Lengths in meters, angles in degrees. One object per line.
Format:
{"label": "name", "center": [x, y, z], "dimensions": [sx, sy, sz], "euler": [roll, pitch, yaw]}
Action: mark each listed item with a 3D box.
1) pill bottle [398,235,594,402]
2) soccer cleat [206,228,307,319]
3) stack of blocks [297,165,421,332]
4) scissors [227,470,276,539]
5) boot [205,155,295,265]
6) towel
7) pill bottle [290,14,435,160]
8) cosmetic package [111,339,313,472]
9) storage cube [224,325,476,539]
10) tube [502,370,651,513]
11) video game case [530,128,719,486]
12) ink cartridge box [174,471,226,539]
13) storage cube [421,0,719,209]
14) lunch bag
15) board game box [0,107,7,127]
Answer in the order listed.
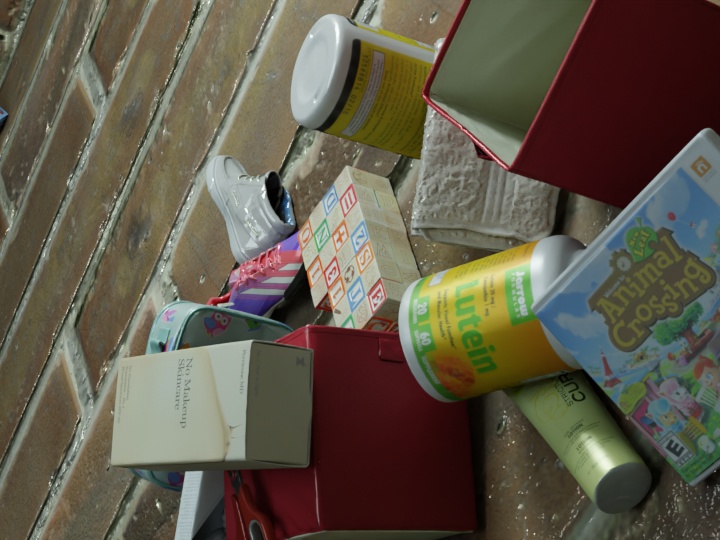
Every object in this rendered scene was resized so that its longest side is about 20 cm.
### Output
{"label": "pill bottle", "center": [0.141, 0.035, 1.097], "dimensions": [0.199, 0.111, 0.112], "euler": [-19, 59, 32]}
{"label": "soccer cleat", "center": [-0.115, 0.009, 1.588], "dimensions": [0.200, 0.073, 0.068], "euler": [-49, 14, 39]}
{"label": "stack of blocks", "center": [0.000, 0.000, 1.429], "dimensions": [0.115, 0.058, 0.200], "euler": [-52, 37, 33]}
{"label": "scissors", "center": [-0.105, 0.190, 1.179], "dimensions": [0.073, 0.014, 0.201], "euler": [-38, 57, 51]}
{"label": "boot", "center": [-0.133, -0.097, 1.696], "dimensions": [0.096, 0.073, 0.200], "euler": [-47, 48, 29]}
{"label": "towel", "center": [0.120, -0.115, 1.216], "dimensions": [0.034, 0.132, 0.201], "euler": [104, 174, -78]}
{"label": "pill bottle", "center": [0.041, -0.170, 1.291], "dimensions": [0.111, 0.199, 0.112], "euler": [-43, 40, 52]}
{"label": "cosmetic package", "center": [-0.133, 0.123, 1.163], "dimensions": [0.200, 0.073, 0.104], "euler": [-13, 71, 46]}
{"label": "storage cube", "center": [-0.012, 0.164, 1.235], "dimensions": [0.171, 0.199, 0.181], "euler": [-27, 61, 51]}
{"label": "tube", "center": [0.172, 0.120, 1.101], "dimensions": [0.200, 0.058, 0.052], "euler": [-119, 25, -55]}
{"label": "video game case", "center": [0.244, 0.031, 0.948], "dimensions": [0.182, 0.022, 0.200], "euler": [49, 126, 12]}
{"label": "ink cartridge box", "center": [-0.092, 0.281, 1.313], "dimensions": [0.041, 0.199, 0.201], "euler": [-13, 65, 55]}
{"label": "storage cube", "center": [0.188, -0.165, 1.077], "dimensions": [0.201, 0.179, 0.171], "euler": [-65, 32, 17]}
{"label": "lunch bag", "center": [-0.157, 0.130, 1.370], "dimensions": [0.077, 0.160, 0.201], "euler": [6, 82, 59]}
{"label": "board game box", "center": [-0.900, -0.359, 2.963], "dimensions": [0.151, 0.200, 0.037], "euler": [-49, 2, 37]}
